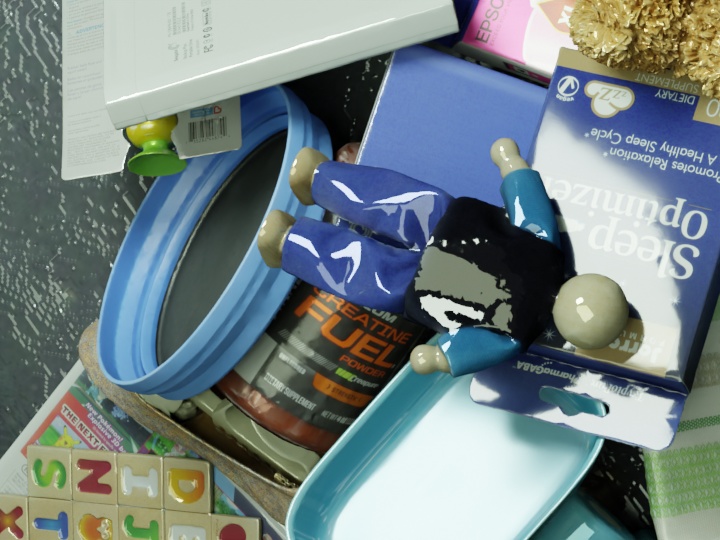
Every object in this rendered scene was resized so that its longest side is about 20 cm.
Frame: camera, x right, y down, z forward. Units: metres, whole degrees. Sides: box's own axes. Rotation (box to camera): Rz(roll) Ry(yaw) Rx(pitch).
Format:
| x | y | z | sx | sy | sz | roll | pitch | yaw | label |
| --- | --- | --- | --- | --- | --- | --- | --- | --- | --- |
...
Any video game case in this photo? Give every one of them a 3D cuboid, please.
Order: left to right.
| x | y | z | sx | sy | sz | roll | pitch | yaw | label |
| --- | --- | --- | --- | --- | --- | --- | --- | --- | --- |
| -0.145 | 0.170 | 1.656 | 0.200 | 0.023 | 0.182 | 45 | 112 | 13 | video game case |

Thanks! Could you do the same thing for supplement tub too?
| x | y | z | sx | sy | sz | roll | pitch | yaw | label |
| --- | --- | --- | --- | --- | --- | --- | --- | --- | --- |
| 0.000 | 0.000 | 1.517 | 0.107 | 0.107 | 0.201 | 38 | 104 | 14 | supplement tub |

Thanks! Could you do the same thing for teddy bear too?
| x | y | z | sx | sy | sz | roll | pitch | yaw | label |
| --- | --- | --- | --- | --- | --- | --- | --- | --- | --- |
| 0.212 | -0.131 | 1.365 | 0.199 | 0.145 | 0.067 | 26 | 141 | 17 | teddy bear |

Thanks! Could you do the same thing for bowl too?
| x | y | z | sx | sy | sz | roll | pitch | yaw | label |
| --- | --- | --- | --- | --- | --- | --- | --- | --- | --- |
| -0.085 | -0.015 | 1.524 | 0.039 | 0.201 | 0.201 | 29 | 113 | -24 | bowl |

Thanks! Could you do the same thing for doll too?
| x | y | z | sx | sy | sz | roll | pitch | yaw | label |
| --- | --- | --- | --- | --- | --- | --- | --- | --- | --- |
| 0.050 | -0.009 | 1.373 | 0.199 | 0.048 | 0.137 | 21 | 76 | 22 | doll |

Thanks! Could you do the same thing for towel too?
| x | y | z | sx | sy | sz | roll | pitch | yaw | label |
| --- | --- | --- | --- | --- | --- | --- | --- | --- | --- |
| 0.226 | 0.082 | 1.434 | 0.148 | 0.031 | 0.201 | -10 | 94 | -14 | towel |

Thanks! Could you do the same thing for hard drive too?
| x | y | z | sx | sy | sz | roll | pitch | yaw | label |
| --- | --- | --- | --- | --- | --- | --- | --- | --- | --- |
| -0.048 | -0.148 | 1.476 | 0.199 | 0.132 | 0.027 | -16 | 124 | 5 | hard drive |
| 0.093 | -0.034 | 1.447 | 0.199 | 0.025 | 0.133 | 19 | 85 | -2 | hard drive |

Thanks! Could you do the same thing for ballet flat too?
| x | y | z | sx | sy | sz | roll | pitch | yaw | label |
| --- | --- | --- | --- | --- | --- | --- | --- | --- | --- |
| -0.086 | 0.081 | 1.588 | 0.199 | 0.068 | 0.067 | 34 | 153 | 9 | ballet flat |

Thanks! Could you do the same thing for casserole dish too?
| x | y | z | sx | sy | sz | roll | pitch | yaw | label |
| --- | --- | --- | --- | --- | --- | --- | --- | --- | --- |
| 0.050 | 0.115 | 1.412 | 0.121 | 0.039 | 0.200 | 40 | 85 | 26 | casserole dish |

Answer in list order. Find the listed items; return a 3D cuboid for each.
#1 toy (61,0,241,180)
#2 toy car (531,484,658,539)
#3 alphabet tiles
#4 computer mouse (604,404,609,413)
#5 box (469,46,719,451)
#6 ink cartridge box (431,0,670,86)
| x | y | z | sx | sy | sz | roll | pitch | yaw | label |
| --- | --- | --- | --- | --- | --- | --- | --- | --- | --- |
| -0.122 | -0.148 | 1.570 | 0.114 | 0.047 | 0.201 | -9 | 64 | 16 | toy |
| 0.066 | 0.181 | 1.517 | 0.185 | 0.177 | 0.200 | -50 | 48 | 8 | toy car |
| -0.151 | 0.197 | 1.646 | 0.199 | 0.006 | 0.168 | 3 | 98 | 24 | alphabet tiles |
| 0.125 | 0.021 | 1.503 | 0.199 | 0.046 | 0.141 | -33 | 85 | 24 | computer mouse |
| 0.137 | -0.013 | 1.392 | 0.120 | 0.032 | 0.201 | 13 | 78 | 20 | box |
| 0.126 | -0.150 | 1.471 | 0.199 | 0.037 | 0.095 | 22 | 84 | 21 | ink cartridge box |
